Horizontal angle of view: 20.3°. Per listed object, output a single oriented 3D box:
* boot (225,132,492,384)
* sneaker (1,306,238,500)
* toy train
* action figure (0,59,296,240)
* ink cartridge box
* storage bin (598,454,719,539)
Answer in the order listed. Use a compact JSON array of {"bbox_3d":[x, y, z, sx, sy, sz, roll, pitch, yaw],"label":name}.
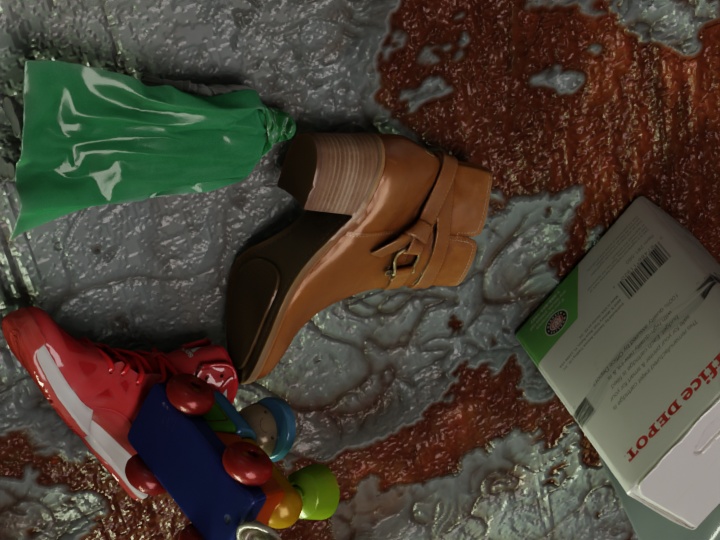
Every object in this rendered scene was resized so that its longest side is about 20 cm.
[{"bbox_3d":[0.000,0.000,1.388,0.154,0.074,0.201,7,122,-33],"label":"boot"},{"bbox_3d":[-0.157,0.063,1.367,0.115,0.078,0.200,-38,143,-7],"label":"sneaker"},{"bbox_3d":[-0.057,0.153,1.319,0.115,0.200,0.085,2,125,-47],"label":"toy train"},{"bbox_3d":[-0.129,-0.085,1.278,0.198,0.055,0.119,-5,123,-30],"label":"action figure"},{"bbox_3d":[0.220,0.065,1.450,0.084,0.200,0.146,31,107,-37],"label":"ink cartridge box"},{"bbox_3d":[0.278,0.156,1.558,0.144,0.201,0.135,8,130,-29],"label":"storage bin"}]
